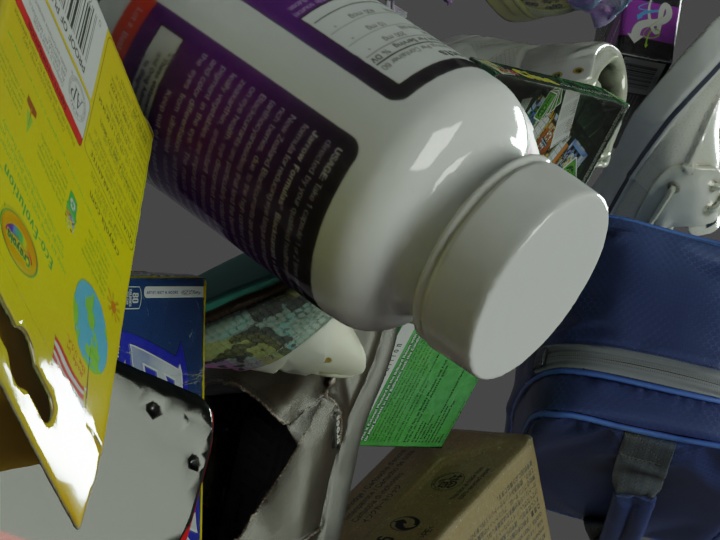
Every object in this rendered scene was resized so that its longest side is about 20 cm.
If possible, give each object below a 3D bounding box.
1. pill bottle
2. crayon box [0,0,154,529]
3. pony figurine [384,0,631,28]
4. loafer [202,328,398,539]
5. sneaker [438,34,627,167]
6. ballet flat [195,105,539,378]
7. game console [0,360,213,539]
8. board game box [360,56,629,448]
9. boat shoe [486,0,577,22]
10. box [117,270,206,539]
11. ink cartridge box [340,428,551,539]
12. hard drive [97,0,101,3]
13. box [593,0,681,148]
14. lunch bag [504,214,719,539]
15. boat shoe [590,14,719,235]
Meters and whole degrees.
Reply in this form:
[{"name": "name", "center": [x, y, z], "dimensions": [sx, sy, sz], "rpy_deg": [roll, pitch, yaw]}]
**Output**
[{"name": "pill bottle", "center": [-0.006, -0.046, 0.842], "dimensions": [0.111, 0.200, 0.112], "rpy_deg": [-40, 152, -27]}, {"name": "crayon box", "center": [-0.120, -0.025, 0.718], "dimensions": [0.200, 0.051, 0.127], "rpy_deg": [-88, 163, -49]}, {"name": "pony figurine", "center": [0.030, -0.171, 0.978], "dimensions": [0.167, 0.199, 0.194], "rpy_deg": [-57, 152, -53]}, {"name": "loafer", "center": [-0.034, 0.049, 0.961], "dimensions": [0.071, 0.073, 0.201], "rpy_deg": [24, 70, -55]}, {"name": "sneaker", "center": [0.060, -0.073, 1.070], "dimensions": [0.200, 0.115, 0.074], "rpy_deg": [-39, 125, -49]}, {"name": "ballet flat", "center": [0.000, 0.000, 0.924], "dimensions": [0.200, 0.069, 0.071], "rpy_deg": [-34, 110, -16]}, {"name": "game console", "center": [-0.151, 0.097, 0.754], "dimensions": [0.200, 0.031, 0.177], "rpy_deg": [26, 67, -33]}, {"name": "board game box", "center": [0.045, -0.003, 1.027], "dimensions": [0.105, 0.023, 0.200], "rpy_deg": [6, 118, -50]}, {"name": "boat shoe", "center": [0.072, -0.197, 1.132], "dimensions": [0.200, 0.063, 0.074], "rpy_deg": [36, 61, -53]}, {"name": "box", "center": [-0.106, 0.100, 0.855], "dimensions": [0.070, 0.064, 0.201], "rpy_deg": [0, 91, -58]}, {"name": "ink cartridge box", "center": [0.026, 0.193, 1.062], "dimensions": [0.200, 0.075, 0.165], "rpy_deg": [-39, 125, -52]}, {"name": "hard drive", "center": [-0.120, -0.194, 0.848], "dimensions": [0.140, 0.038, 0.201], "rpy_deg": [-5, 96, -58]}, {"name": "box", "center": [0.166, -0.186, 1.247], "dimensions": [0.143, 0.036, 0.201], "rpy_deg": [101, 0, -74]}, {"name": "lunch bag", "center": [0.147, 0.074, 1.163], "dimensions": [0.200, 0.135, 0.133], "rpy_deg": [95, 10, -67]}, {"name": "boat shoe", "center": [0.174, -0.052, 1.196], "dimensions": [0.071, 0.070, 0.200], "rpy_deg": [-39, 162, -51]}]
